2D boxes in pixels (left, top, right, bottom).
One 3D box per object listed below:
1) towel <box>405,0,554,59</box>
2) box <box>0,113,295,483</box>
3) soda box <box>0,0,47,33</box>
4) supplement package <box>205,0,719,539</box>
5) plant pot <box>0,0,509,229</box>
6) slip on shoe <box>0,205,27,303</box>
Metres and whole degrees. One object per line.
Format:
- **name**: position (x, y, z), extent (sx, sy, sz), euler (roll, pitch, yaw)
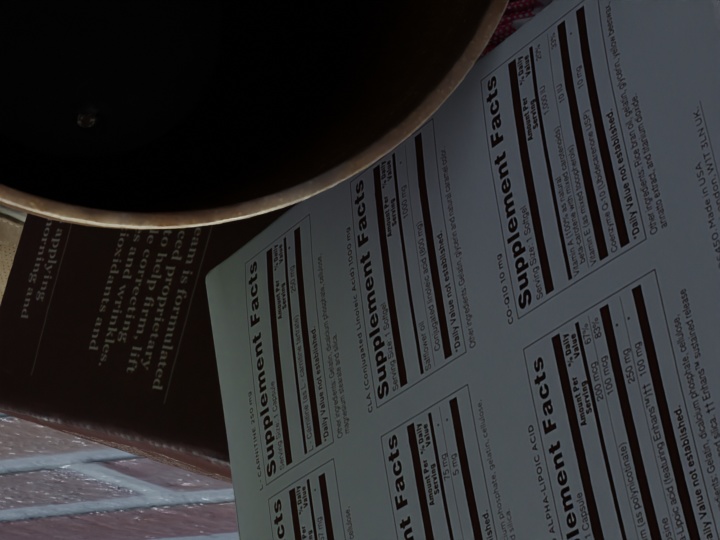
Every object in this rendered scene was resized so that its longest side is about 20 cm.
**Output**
- **towel**: position (0.129, -0.086, 0.588), extent (0.199, 0.030, 0.146), euler (-7, -178, 31)
- **box**: position (0.000, 0.000, 0.758), extent (0.164, 0.167, 0.200), euler (22, 171, -39)
- **soda box**: position (-0.165, -0.084, 0.772), extent (0.068, 0.064, 0.200), euler (11, 160, -21)
- **supplement package**: position (0.097, 0.038, 0.551), extent (0.191, 0.148, 0.200), euler (10, 150, -35)
- **plant pot**: position (-0.067, -0.091, 0.586), extent (0.186, 0.188, 0.200), euler (8, 172, -10)
- **slip on shoe**: position (-0.183, 0.005, 1.010), extent (0.076, 0.061, 0.200), euler (35, 155, -32)
